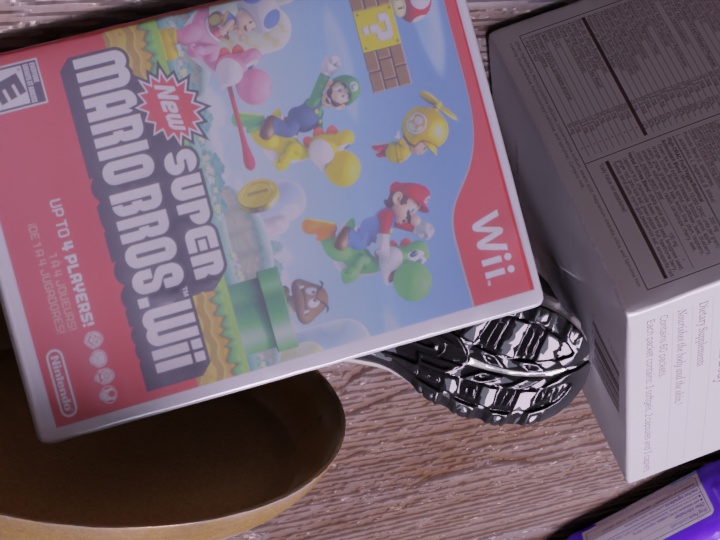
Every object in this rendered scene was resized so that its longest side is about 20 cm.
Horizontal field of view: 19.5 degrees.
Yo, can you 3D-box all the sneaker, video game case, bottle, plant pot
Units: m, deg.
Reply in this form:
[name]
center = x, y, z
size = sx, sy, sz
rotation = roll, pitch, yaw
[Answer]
[sneaker]
center = 0.000, 0.000, 0.878
size = 0.200, 0.079, 0.074
rotation = 25, 111, -15
[video game case]
center = -0.042, -0.030, 0.785
size = 0.200, 0.143, 0.017
rotation = -15, -179, -14
[bottle]
center = 0.163, 0.191, 1.312
size = 0.200, 0.065, 0.084
rotation = -29, 148, 10
[plant pot]
center = -0.106, 0.060, 0.818
size = 0.200, 0.200, 0.028
rotation = -4, 116, -29

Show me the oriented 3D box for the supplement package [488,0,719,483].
[supplement package]
center = 0.176, -0.035, 0.895
size = 0.200, 0.151, 0.152
rotation = -20, 148, -5
